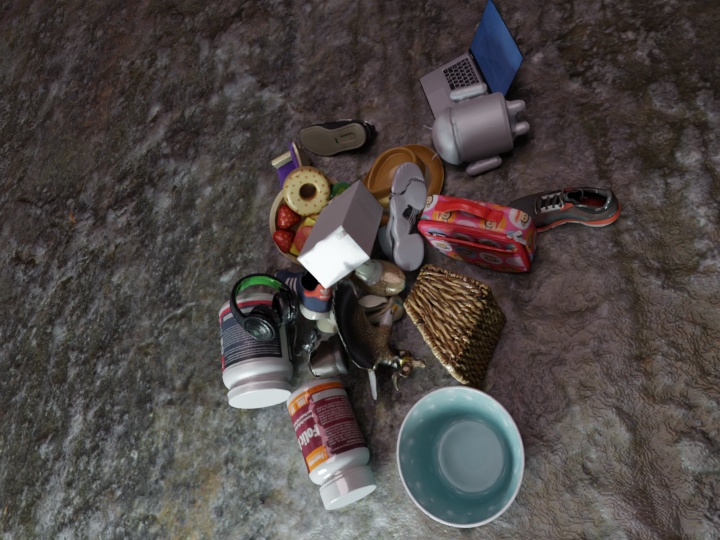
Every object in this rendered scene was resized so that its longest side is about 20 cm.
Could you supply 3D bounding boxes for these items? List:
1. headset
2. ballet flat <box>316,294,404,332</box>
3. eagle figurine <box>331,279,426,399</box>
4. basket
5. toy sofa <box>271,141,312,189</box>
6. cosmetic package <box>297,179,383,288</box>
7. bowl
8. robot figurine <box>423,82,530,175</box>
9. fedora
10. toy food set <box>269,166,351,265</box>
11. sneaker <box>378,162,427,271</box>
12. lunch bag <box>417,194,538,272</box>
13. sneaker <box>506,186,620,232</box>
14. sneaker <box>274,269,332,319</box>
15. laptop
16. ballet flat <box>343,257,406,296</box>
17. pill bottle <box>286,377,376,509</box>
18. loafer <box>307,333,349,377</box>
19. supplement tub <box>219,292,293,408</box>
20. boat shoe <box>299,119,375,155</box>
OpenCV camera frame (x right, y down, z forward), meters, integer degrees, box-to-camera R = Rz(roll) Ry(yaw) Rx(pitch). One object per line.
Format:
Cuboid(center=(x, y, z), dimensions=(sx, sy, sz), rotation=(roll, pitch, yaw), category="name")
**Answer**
Cuboid(center=(-0.158, 0.077, 0.983), dimensions=(0.200, 0.094, 0.123), rotation=(44, 48, 15), category="headset")
Cuboid(center=(-0.011, 0.077, 1.035), dimensions=(0.197, 0.069, 0.070), rotation=(-13, 64, 21), category="ballet flat")
Cuboid(center=(0.013, 0.113, 0.937), dimensions=(0.152, 0.199, 0.152), rotation=(-51, 7, 44), category="eagle figurine")
Cuboid(center=(0.142, 0.097, 0.871), dimensions=(0.141, 0.200, 0.151), rotation=(19, 79, 30), category="basket")
Cuboid(center=(-0.145, -0.187, 1.190), dimensions=(0.082, 0.098, 0.202), rotation=(-25, 62, 14), category="toy sofa")
Cuboid(center=(-0.031, -0.072, 0.965), dimensions=(0.112, 0.081, 0.201), rotation=(-33, 22, 29), category="cosmetic package")
Cuboid(center=(0.167, 0.294, 0.835), dimensions=(0.198, 0.105, 0.204), rotation=(-9, 68, 23), category="bowl")
Cuboid(center=(0.228, -0.277, 1.029), dimensions=(0.197, 0.113, 0.172), rotation=(-11, 101, 17), category="robot figurine")
Cuboid(center=(0.073, -0.192, 1.091), dimensions=(0.198, 0.082, 0.204), rotation=(-10, 65, 23), category="fedora")
Cuboid(center=(-0.090, -0.102, 1.090), dimensions=(0.202, 0.196, 0.049), rotation=(-62, 17, 9), category="toy food set")
Cuboid(center=(0.076, -0.103, 1.017), dimensions=(0.074, 0.115, 0.203), rotation=(-2, 94, -16), category="sneaker")
Cuboid(center=(0.206, -0.072, 0.922), dimensions=(0.198, 0.176, 0.083), rotation=(15, 76, 30), category="lunch bag")
Cuboid(center=(0.352, -0.121, 0.926), dimensions=(0.197, 0.082, 0.078), rotation=(-4, 68, 25), category="sneaker")
Cuboid(center=(-0.113, 0.023, 1.072), dimensions=(0.199, 0.074, 0.086), rotation=(33, 117, 48), category="sneaker")
Cuboid(center=(0.221, -0.418, 1.092), dimensions=(0.198, 0.116, 0.189), rotation=(-24, 61, 16), category="laptop")
Cuboid(center=(0.000, 0.000, 1.009), dimensions=(0.199, 0.065, 0.071), rotation=(16, 84, 45), category="ballet flat")
Cuboid(center=(-0.052, 0.306, 0.932), dimensions=(0.113, 0.114, 0.202), rotation=(-32, 59, 11), category="pill bottle")
Cuboid(center=(-0.064, 0.157, 0.954), dimensions=(0.070, 0.200, 0.074), rotation=(-14, 82, -6), category="loafer")
Cuboid(center=(-0.210, 0.161, 1.055), dimensions=(0.139, 0.140, 0.203), rotation=(-20, 62, 17), category="supplement tub")
Cuboid(center=(-0.057, -0.317, 1.229), dimensions=(0.198, 0.073, 0.068), rotation=(4, 35, 35), category="boat shoe")
